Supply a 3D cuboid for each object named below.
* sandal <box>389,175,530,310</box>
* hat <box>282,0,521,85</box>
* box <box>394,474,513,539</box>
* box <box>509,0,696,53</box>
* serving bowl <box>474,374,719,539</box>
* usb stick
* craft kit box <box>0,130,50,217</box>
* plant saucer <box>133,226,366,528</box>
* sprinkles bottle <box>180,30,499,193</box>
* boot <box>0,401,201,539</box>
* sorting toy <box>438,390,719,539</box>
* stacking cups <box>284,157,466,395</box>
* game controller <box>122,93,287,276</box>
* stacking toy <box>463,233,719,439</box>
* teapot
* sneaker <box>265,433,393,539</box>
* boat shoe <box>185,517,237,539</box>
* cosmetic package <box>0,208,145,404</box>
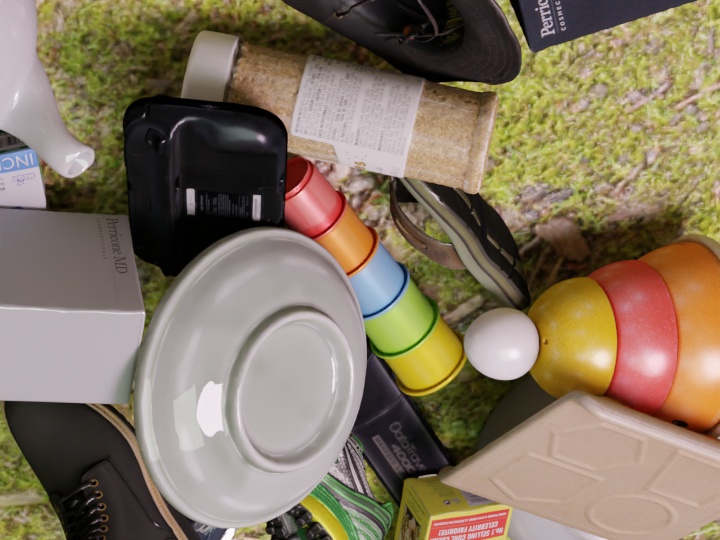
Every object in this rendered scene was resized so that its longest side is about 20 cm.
[{"bbox_3d":[0.054,-0.034,1.726,0.057,0.080,0.201,-20,130,20],"label":"sandal"},{"bbox_3d":[0.026,-0.198,1.578,0.200,0.200,0.081,40,71,-34],"label":"hat"},{"bbox_3d":[0.059,0.243,1.904,0.075,0.050,0.201,-5,124,-24],"label":"box"},{"bbox_3d":[0.164,-0.269,1.545,0.195,0.124,0.201,-17,129,2],"label":"box"},{"bbox_3d":[0.187,0.152,1.903,0.198,0.066,0.201,-6,128,-8],"label":"serving bowl"},{"bbox_3d":[0.027,0.126,1.866,0.055,0.033,0.200,-32,127,3],"label":"usb stick"},{"bbox_3d":[-0.297,0.005,1.691,0.198,0.049,0.199,-10,126,-6],"label":"craft kit box"},{"bbox_3d":[-0.057,0.074,1.652,0.199,0.050,0.202,-12,107,-43],"label":"plant saucer"},{"bbox_3d":[-0.014,-0.101,1.623,0.198,0.068,0.069,12,125,2],"label":"sprinkles bottle"},{"bbox_3d":[-0.188,0.167,1.733,0.077,0.138,0.200,-42,90,21],"label":"boot"},{"bbox_3d":[0.179,0.138,1.779,0.184,0.037,0.200,21,151,-23],"label":"sorting toy"},{"bbox_3d":[0.000,0.000,1.756,0.060,0.061,0.200,-31,122,11],"label":"stacking cups"},{"bbox_3d":[-0.100,-0.052,1.647,0.103,0.042,0.200,-2,153,-4],"label":"game controller"},{"bbox_3d":[0.160,0.049,1.754,0.199,0.146,0.147,-1,127,-22],"label":"stacking toy"},{"bbox_3d":[-0.286,-0.132,1.524,0.199,0.146,0.198,-19,128,2],"label":"teapot"},{"bbox_3d":[-0.050,0.124,1.769,0.078,0.085,0.201,-14,114,45],"label":"sneaker"},{"bbox_3d":[-0.110,0.162,1.833,0.062,0.075,0.200,34,112,-34],"label":"boat shoe"},{"bbox_3d":[-0.243,0.020,1.619,0.198,0.113,0.082,0,127,-16],"label":"cosmetic package"}]
